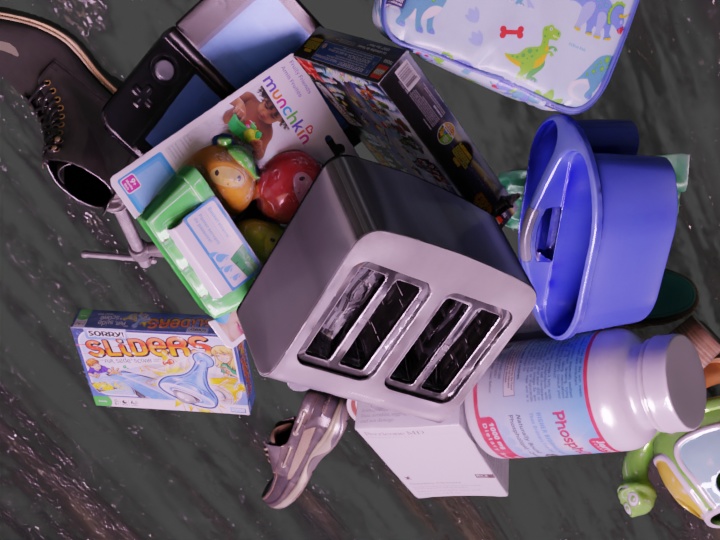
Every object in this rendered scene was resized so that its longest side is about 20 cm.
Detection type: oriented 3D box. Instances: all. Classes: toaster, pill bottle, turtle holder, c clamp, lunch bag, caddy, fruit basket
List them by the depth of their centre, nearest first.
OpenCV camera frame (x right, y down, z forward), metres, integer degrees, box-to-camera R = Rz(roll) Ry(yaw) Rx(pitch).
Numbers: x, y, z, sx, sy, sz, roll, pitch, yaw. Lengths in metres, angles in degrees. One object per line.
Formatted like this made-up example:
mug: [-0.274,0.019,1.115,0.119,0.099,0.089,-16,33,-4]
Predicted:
lunch bag: [0.119,-0.227,0.782,0.199,0.082,0.162,22,99,-10]
toaster: [0.025,0.015,0.795,0.180,0.119,0.201,19,118,-30]
caddy: [0.186,-0.037,0.841,0.104,0.142,0.201,-6,126,-12]
fruit basket: [-0.086,-0.059,0.868,0.199,0.094,0.186,-35,107,-7]
pill bottle: [0.201,0.111,0.891,0.199,0.109,0.109,-13,128,41]
c clamp: [-0.215,-0.043,1.010,0.169,0.027,0.200,3,158,-6]
turtle holder: [0.377,0.205,1.069,0.184,0.133,0.141,-4,147,0]

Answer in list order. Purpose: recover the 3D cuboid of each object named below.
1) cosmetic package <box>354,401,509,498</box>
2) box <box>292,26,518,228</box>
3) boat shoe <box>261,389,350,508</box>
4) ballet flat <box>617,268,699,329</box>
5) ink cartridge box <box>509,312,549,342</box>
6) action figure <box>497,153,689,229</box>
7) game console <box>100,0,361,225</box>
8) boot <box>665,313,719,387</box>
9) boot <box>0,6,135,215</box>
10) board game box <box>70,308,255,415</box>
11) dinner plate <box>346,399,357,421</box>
cosmetic package: [0.080,0.165,1.019,0.112,0.082,0.200,-7,148,22]
box: [0.041,-0.120,0.863,0.040,0.137,0.200,-49,128,-8]
boat shoe: [-0.080,0.216,1.229,0.073,0.075,0.201,31,120,-4]
ballet flat: [0.246,0.033,1.027,0.198,0.071,0.065,1,156,12]
ink cartridge box: [0.159,0.097,1.051,0.199,0.041,0.199,-11,147,36]
action figure: [0.202,-0.072,0.942,0.198,0.055,0.119,1,132,4]
game console: [-0.100,-0.141,0.900,0.200,0.176,0.116,44,152,-24]
boot: [0.305,0.122,1.002,0.155,0.200,0.077,-45,70,14]
boot: [-0.287,-0.150,0.906,0.199,0.139,0.078,31,128,-15]
board game box: [-0.233,0.110,1.181,0.198,0.035,0.136,2,130,8]
dinner plate: [0.084,0.146,1.087,0.198,0.024,0.201,4,149,3]
